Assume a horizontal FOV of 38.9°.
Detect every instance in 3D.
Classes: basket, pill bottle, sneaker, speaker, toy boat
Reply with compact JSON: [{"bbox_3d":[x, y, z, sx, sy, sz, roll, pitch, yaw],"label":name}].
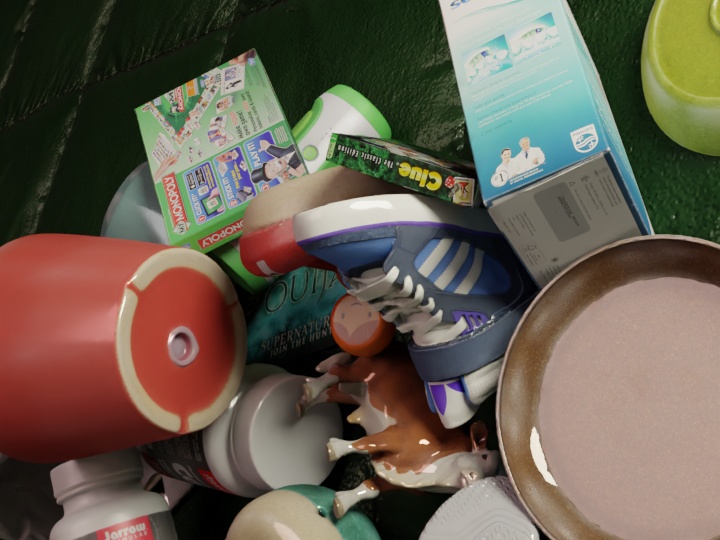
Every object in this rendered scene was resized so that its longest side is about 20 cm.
[{"bbox_3d":[-0.289,0.169,1.052,0.198,0.199,0.162,-46,37,24],"label":"basket"},{"bbox_3d":[-0.112,0.139,0.910,0.199,0.113,0.116,-3,67,52],"label":"pill bottle"},{"bbox_3d":[0.045,0.032,0.690,0.080,0.198,0.149,-13,77,50],"label":"sneaker"},{"bbox_3d":[-0.060,-0.077,0.957,0.201,0.089,0.088,-50,34,-10],"label":"speaker"},{"bbox_3d":[0.000,0.000,0.789,0.130,0.198,0.133,-15,71,47],"label":"toy boat"},{"bbox_3d":[-0.213,0.265,0.910,0.110,0.110,0.203,-30,73,39],"label":"pill bottle"},{"bbox_3d":[0.069,0.234,0.631,0.074,0.115,0.201,4,48,25],"label":"sneaker"}]

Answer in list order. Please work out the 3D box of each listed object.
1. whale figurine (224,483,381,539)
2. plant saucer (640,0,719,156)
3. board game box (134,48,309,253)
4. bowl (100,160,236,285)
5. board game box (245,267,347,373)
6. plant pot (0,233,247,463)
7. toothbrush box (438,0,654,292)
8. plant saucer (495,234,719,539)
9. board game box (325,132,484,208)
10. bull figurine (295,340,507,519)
[{"bbox_3d":[-0.045,0.256,0.785,0.158,0.103,0.203,36,123,34],"label":"whale figurine"},{"bbox_3d":[0.265,-0.175,0.681,0.199,0.031,0.203,-29,48,39],"label":"plant saucer"},{"bbox_3d":[-0.128,-0.110,0.932,0.133,0.029,0.201,-26,48,3],"label":"board game box"},{"bbox_3d":[-0.186,-0.037,1.024,0.104,0.201,0.203,28,93,12],"label":"bowl"},{"bbox_3d":[-0.042,0.022,0.963,0.199,0.028,0.137,-23,53,43],"label":"board game box"},{"bbox_3d":[-0.202,0.061,0.834,0.175,0.200,0.204,-5,65,36],"label":"plant pot"},{"bbox_3d":[0.129,-0.096,0.698,0.084,0.147,0.202,-22,49,18],"label":"toothbrush box"},{"bbox_3d":[0.175,0.080,0.609,0.198,0.032,0.204,-11,70,33],"label":"plant saucer"},{"bbox_3d":[0.051,-0.073,0.739,0.103,0.200,0.024,17,100,14],"label":"board game box"},{"bbox_3d":[0.027,0.120,0.759,0.200,0.119,0.066,-124,28,-59],"label":"bull figurine"}]
